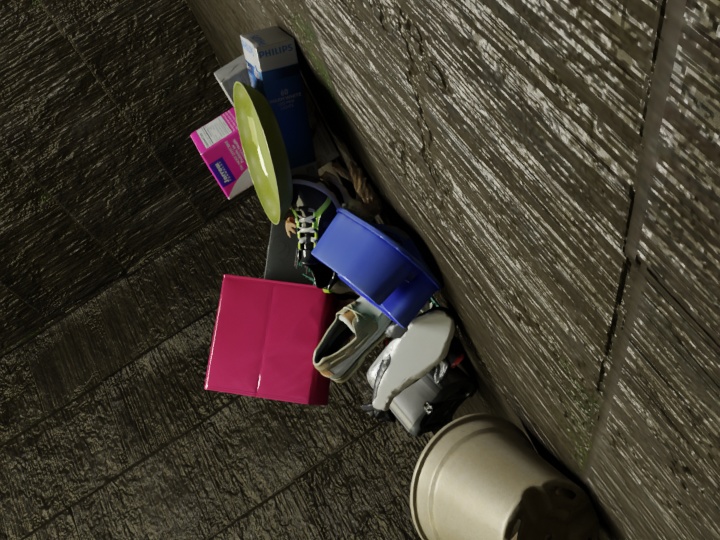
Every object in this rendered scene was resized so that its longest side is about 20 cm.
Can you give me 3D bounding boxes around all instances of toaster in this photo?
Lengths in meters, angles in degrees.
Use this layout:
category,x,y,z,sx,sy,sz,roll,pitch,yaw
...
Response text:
category,x,y,z,sx,sy,sz,roll,pitch,yaw
toaster,0.095,0.184,1.140,0.129,0.114,0.199,43,-167,23

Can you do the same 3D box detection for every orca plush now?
category,x,y,z,sx,sy,sz,roll,pitch,yaw
orca plush,0.080,0.130,1.026,0.104,0.203,0.071,23,-160,13

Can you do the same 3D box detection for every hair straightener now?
category,x,y,z,sx,sy,sz,roll,pitch,yaw
hair straightener,0.104,0.080,1.159,0.077,0.041,0.201,41,-168,-30

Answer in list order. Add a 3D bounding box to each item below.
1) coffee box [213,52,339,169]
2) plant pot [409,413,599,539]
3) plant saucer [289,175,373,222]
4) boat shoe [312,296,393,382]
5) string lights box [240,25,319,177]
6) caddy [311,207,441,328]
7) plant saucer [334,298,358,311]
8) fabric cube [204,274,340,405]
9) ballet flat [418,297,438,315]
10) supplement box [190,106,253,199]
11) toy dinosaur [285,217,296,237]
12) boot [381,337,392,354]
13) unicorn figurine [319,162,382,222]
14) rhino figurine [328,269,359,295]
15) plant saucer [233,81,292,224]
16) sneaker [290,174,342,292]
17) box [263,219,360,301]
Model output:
category,x,y,z,sx,sy,sz,roll,pitch,yaw
coffee box,-0.131,-0.247,1.129,0.202,0.113,0.080,62,175,-32
plant pot,0.186,0.298,0.870,0.203,0.199,0.183,59,165,-12
plant saucer,-0.069,-0.130,1.254,0.198,0.037,0.200,24,-163,-33
boat shoe,-0.003,0.090,1.158,0.074,0.202,0.068,33,180,43
string lights box,-0.117,-0.237,1.027,0.103,0.058,0.203,-127,24,-55
caddy,0.025,-0.014,0.972,0.141,0.106,0.199,42,175,-42
plant saucer,0.049,0.087,1.292,0.196,0.033,0.200,17,177,1
fabric cube,-0.152,0.132,1.296,0.196,0.196,0.204,55,-138,-78
ballet flat,0.070,0.023,1.099,0.201,0.066,0.071,56,152,33
supplement box,-0.180,-0.232,1.230,0.102,0.198,0.104,60,176,-37
toy dinosaur,-0.096,-0.092,1.265,0.199,0.061,0.106,37,-163,16
boot,0.053,0.122,1.414,0.201,0.072,0.144,53,-144,-2
unicorn figurine,-0.017,-0.090,1.093,0.137,0.074,0.200,44,171,-6
rhino figurine,0.000,0.000,1.205,0.198,0.059,0.089,10,-101,-44
plant saucer,-0.134,-0.167,0.997,0.200,0.031,0.204,161,91,-74
sneaker,-0.061,-0.047,1.044,0.070,0.084,0.202,3,137,27
box,-0.074,-0.014,1.357,0.149,0.196,0.127,95,-178,-83
